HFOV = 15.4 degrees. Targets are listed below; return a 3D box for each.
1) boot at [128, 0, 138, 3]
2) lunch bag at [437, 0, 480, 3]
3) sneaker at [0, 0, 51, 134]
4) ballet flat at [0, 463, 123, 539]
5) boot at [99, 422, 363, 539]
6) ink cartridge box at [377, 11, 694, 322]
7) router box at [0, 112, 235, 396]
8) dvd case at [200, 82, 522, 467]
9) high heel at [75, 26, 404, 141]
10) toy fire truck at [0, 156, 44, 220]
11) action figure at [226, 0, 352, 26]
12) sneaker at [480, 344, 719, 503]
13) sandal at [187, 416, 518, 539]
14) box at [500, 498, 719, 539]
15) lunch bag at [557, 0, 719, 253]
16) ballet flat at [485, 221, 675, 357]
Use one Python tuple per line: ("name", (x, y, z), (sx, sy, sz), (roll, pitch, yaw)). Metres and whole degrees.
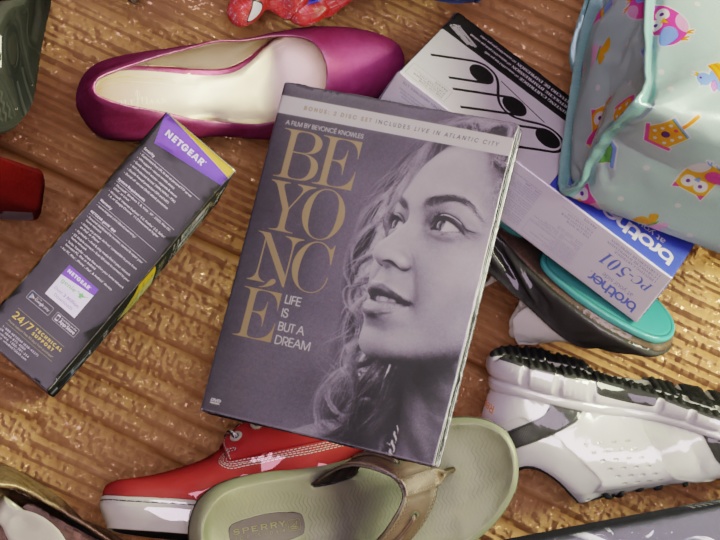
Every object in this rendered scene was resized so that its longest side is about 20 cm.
("boot", (-0.129, -0.284, 1.600), (0.200, 0.064, 0.187), (-37, 92, -2))
("lunch bag", (0.041, -0.250, 1.524), (0.135, 0.132, 0.201), (9, 78, -10))
("sneaker", (-0.243, -0.137, 1.529), (0.114, 0.200, 0.076), (-5, 127, 3))
("ballet flat", (-0.156, 0.180, 1.557), (0.200, 0.072, 0.068), (37, 85, -2))
("boot", (-0.059, 0.087, 1.575), (0.199, 0.072, 0.145), (-4, 86, -13))
("ink cartridge box", (0.109, -0.063, 1.579), (0.200, 0.094, 0.044), (38, 128, 3))
("router box", (-0.144, -0.004, 1.507), (0.052, 0.200, 0.157), (40, 83, -2))
("dvd case", (0.000, 0.000, 1.526), (0.148, 0.016, 0.201), (12, 83, 21))
("high heel", (-0.069, -0.115, 1.573), (0.199, 0.096, 0.068), (-6, 84, -5))
("toy fire truck", (-0.282, -0.053, 1.514), (0.199, 0.168, 0.113), (6, 86, -4))
("action figure", (0.003, -0.206, 1.603), (0.200, 0.052, 0.065), (-36, 84, -9))
("sneaker", (0.166, 0.104, 1.600), (0.199, 0.074, 0.080), (14, 99, 1))
("sandal", (0.002, 0.138, 1.522), (0.200, 0.057, 0.080), (-15, 88, -18))
("box", (0.172, 0.244, 1.565), (0.182, 0.104, 0.201), (-11, 87, -4))
("lunch bag", (0.214, -0.114, 1.570), (0.170, 0.122, 0.200), (19, 48, -13))
("ballet flat", (0.098, -0.003, 1.598), (0.200, 0.068, 0.068), (41, 125, 9))
